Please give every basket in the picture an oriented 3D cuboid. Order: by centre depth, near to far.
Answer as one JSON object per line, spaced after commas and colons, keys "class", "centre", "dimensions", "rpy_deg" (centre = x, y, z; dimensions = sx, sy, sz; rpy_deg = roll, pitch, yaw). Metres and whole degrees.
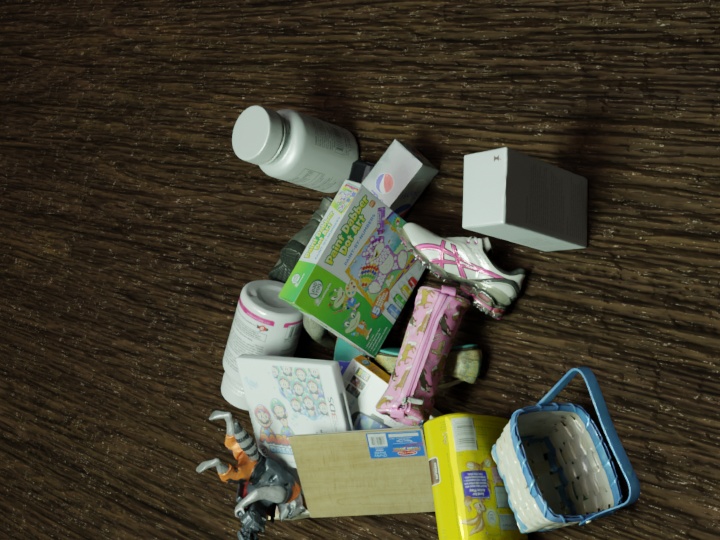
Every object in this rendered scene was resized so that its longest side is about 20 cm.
{"class": "basket", "centre": [0.264, 0.237, 1.418], "dimensions": [0.200, 0.139, 0.177], "rpy_deg": [126, 133, -55]}

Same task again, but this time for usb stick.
{"class": "usb stick", "centre": [-0.011, -0.083, 1.821], "dimensions": [0.055, 0.033, 0.201], "rpy_deg": [15, 92, 34]}

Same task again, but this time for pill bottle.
{"class": "pill bottle", "centre": [-0.107, -0.201, 1.818], "dimensions": [0.114, 0.200, 0.115], "rpy_deg": [-11, 74, 41]}
{"class": "pill bottle", "centre": [-0.165, 0.126, 1.845], "dimensions": [0.113, 0.113, 0.201], "rpy_deg": [43, 126, 39]}

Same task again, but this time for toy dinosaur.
{"class": "toy dinosaur", "centre": [-0.065, 0.060, 1.777], "dimensions": [0.077, 0.102, 0.201], "rpy_deg": [16, 110, 25]}

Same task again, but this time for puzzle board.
{"class": "puzzle board", "centre": [0.007, 0.295, 1.629], "dimensions": [0.199, 0.017, 0.151], "rpy_deg": [-6, 117, 13]}

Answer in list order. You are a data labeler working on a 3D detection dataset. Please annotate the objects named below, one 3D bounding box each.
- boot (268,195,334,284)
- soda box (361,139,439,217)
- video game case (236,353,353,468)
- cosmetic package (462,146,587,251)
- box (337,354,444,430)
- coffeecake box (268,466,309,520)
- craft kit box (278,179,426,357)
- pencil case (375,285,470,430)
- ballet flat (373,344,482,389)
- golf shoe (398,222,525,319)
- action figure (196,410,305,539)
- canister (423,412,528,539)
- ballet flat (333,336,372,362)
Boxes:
{"class": "boot", "centre": [-0.084, -0.038, 1.852], "dimensions": [0.131, 0.068, 0.200], "rpy_deg": [-54, -2, -25]}
{"class": "soda box", "centre": [0.031, -0.104, 1.745], "dimensions": [0.068, 0.063, 0.200], "rpy_deg": [44, 106, 25]}
{"class": "video game case", "centre": [-0.095, 0.219, 1.693], "dimensions": [0.199, 0.024, 0.183], "rpy_deg": [1, 110, 40]}
{"class": "cosmetic package", "centre": [0.224, -0.091, 1.489], "dimensions": [0.071, 0.200, 0.102], "rpy_deg": [-5, 77, 42]}
{"class": "box", "centre": [0.026, 0.219, 1.670], "dimensions": [0.200, 0.041, 0.119], "rpy_deg": [36, 107, 17]}
{"class": "coffeecake box", "centre": [-0.078, 0.290, 1.781], "dimensions": [0.153, 0.073, 0.201], "rpy_deg": [-18, 70, 37]}
{"class": "craft kit box", "centre": [0.000, 0.000, 1.646], "dimensions": [0.048, 0.197, 0.200], "rpy_deg": [20, 79, 50]}
{"class": "pencil case", "centre": [0.089, 0.119, 1.568], "dimensions": [0.086, 0.083, 0.201], "rpy_deg": [5, 71, 54]}
{"class": "ballet flat", "centre": [0.095, 0.145, 1.657], "dimensions": [0.199, 0.071, 0.071], "rpy_deg": [-5, 78, 41]}
{"class": "golf shoe", "centre": [0.148, -0.018, 1.617], "dimensions": [0.200, 0.073, 0.092], "rpy_deg": [36, 94, 16]}
{"class": "action figure", "centre": [-0.157, 0.322, 1.676], "dimensions": [0.105, 0.193, 0.200], "rpy_deg": [-39, 27, 15]}
{"class": "canister", "centre": [0.159, 0.302, 1.511], "dimensions": [0.086, 0.148, 0.201], "rpy_deg": [-23, 65, 38]}
{"class": "ballet flat", "centre": [0.002, 0.090, 1.753], "dimensions": [0.070, 0.065, 0.201], "rpy_deg": [8, 88, 32]}
